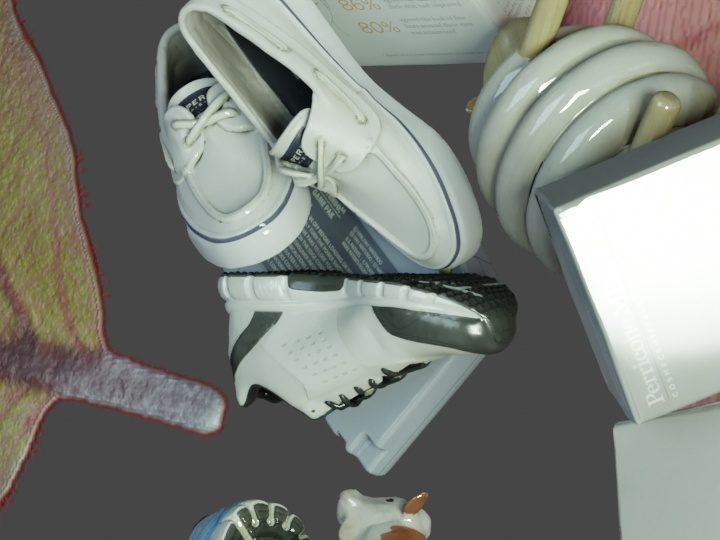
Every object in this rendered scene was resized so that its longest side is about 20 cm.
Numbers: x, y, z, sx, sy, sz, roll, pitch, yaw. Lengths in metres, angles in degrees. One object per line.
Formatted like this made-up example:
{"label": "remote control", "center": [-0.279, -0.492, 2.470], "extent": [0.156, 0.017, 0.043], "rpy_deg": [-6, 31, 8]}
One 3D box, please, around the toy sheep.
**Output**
{"label": "toy sheep", "center": [0.124, -0.056, 1.014], "extent": [0.138, 0.137, 0.200], "rpy_deg": [-51, 48, 19]}

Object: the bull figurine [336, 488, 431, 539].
{"label": "bull figurine", "center": [0.003, 0.204, 1.063], "extent": [0.065, 0.121, 0.201], "rpy_deg": [125, 134, -57]}

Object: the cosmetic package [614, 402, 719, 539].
{"label": "cosmetic package", "center": [0.177, 0.164, 0.915], "extent": [0.090, 0.107, 0.201], "rpy_deg": [-12, 73, 39]}

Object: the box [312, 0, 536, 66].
{"label": "box", "center": [-0.001, -0.209, 1.102], "extent": [0.152, 0.200, 0.107], "rpy_deg": [4, 61, 40]}

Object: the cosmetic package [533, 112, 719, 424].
{"label": "cosmetic package", "center": [0.186, -0.022, 0.903], "extent": [0.199, 0.090, 0.107], "rpy_deg": [-25, 98, -1]}

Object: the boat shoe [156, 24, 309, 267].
{"label": "boat shoe", "center": [-0.079, -0.077, 1.164], "extent": [0.072, 0.066, 0.200], "rpy_deg": [-25, 35, 8]}

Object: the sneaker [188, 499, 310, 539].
{"label": "sneaker", "center": [-0.080, 0.229, 1.168], "extent": [0.090, 0.078, 0.201], "rpy_deg": [-4, 72, 60]}

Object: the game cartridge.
{"label": "game cartridge", "center": [0.000, 0.000, 1.170], "extent": [0.133, 0.041, 0.200], "rpy_deg": [-48, 52, 16]}

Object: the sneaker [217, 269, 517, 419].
{"label": "sneaker", "center": [0.005, 0.039, 1.096], "extent": [0.199, 0.073, 0.081], "rpy_deg": [0, 90, 46]}

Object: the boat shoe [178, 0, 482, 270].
{"label": "boat shoe", "center": [-0.019, -0.074, 1.089], "extent": [0.200, 0.066, 0.072], "rpy_deg": [53, 138, 4]}
